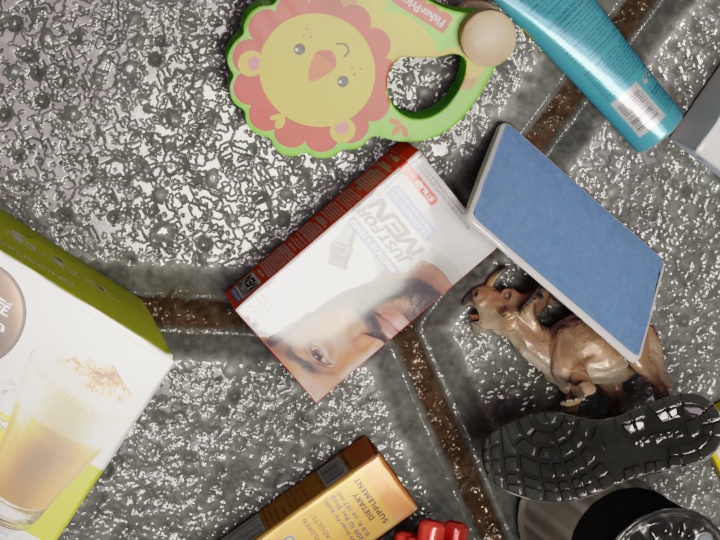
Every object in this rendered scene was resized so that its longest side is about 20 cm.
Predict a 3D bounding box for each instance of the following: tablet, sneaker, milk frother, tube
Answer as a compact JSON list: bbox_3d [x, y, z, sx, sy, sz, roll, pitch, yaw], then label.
[{"bbox_3d":[0.174,-0.024,1.587,0.200,0.130,0.014,39,134,-16],"label":"tablet"},{"bbox_3d":[0.203,0.153,1.580,0.200,0.088,0.076,-8,80,8],"label":"sneaker"},{"bbox_3d":[0.171,0.235,1.585,0.200,0.188,0.181,33,89,-19],"label":"milk frother"},{"bbox_3d":[0.190,-0.188,1.584,0.077,0.050,0.200,-47,105,-18],"label":"tube"}]

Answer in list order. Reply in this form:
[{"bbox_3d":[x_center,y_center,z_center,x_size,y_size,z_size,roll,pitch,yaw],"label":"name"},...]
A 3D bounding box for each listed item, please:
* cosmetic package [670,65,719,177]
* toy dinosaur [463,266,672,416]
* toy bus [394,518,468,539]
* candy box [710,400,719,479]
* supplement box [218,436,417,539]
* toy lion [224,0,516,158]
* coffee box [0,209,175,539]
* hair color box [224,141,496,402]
[{"bbox_3d":[0.366,-0.162,1.614,0.102,0.074,0.200,35,94,-16],"label":"cosmetic package"},{"bbox_3d":[0.199,0.059,1.623,0.200,0.086,0.136,3,70,-27],"label":"toy dinosaur"},{"bbox_3d":[0.026,0.301,1.580,0.200,0.136,0.192,5,97,-41],"label":"toy bus"},{"bbox_3d":[0.404,0.128,1.705,0.200,0.026,0.102,-30,104,-5],"label":"candy box"},{"bbox_3d":[-0.053,0.228,1.606,0.200,0.069,0.067,-35,104,-1],"label":"supplement box"},{"bbox_3d":[-0.002,-0.170,1.541,0.200,0.069,0.192,29,101,-17],"label":"toy lion"},{"bbox_3d":[-0.286,0.073,1.452,0.200,0.200,0.198,33,93,-17],"label":"coffee box"},{"bbox_3d":[0.000,0.000,1.572,0.200,0.064,0.111,-41,108,0],"label":"hair color box"}]
